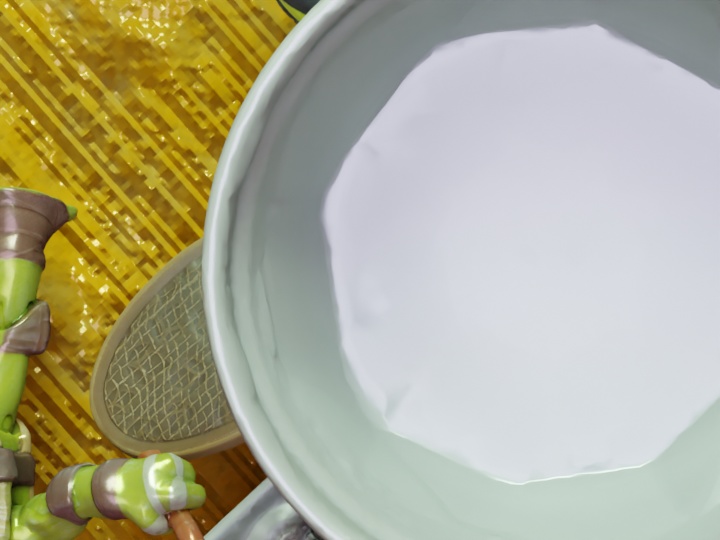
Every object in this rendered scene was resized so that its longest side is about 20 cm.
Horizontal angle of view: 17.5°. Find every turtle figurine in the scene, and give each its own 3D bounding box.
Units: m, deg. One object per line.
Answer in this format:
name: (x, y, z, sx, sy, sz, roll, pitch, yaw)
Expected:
turtle figurine: (-0.134, 0.062, 0.760, 0.200, 0.064, 0.162, -17, 75, 39)

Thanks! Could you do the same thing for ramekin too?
ramekin: (0.059, -0.003, 0.680, 0.200, 0.105, 0.201, 0, 94, 4)

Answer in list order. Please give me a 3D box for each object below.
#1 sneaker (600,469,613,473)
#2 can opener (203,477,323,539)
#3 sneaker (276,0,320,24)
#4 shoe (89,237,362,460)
sneaker: (0.053, 0.106, 0.778, 0.199, 0.079, 0.130, -7, 94, 1)
can opener: (0.024, 0.045, 0.776, 0.200, 0.067, 0.053, -44, 108, 2)
sneaker: (0.065, -0.123, 0.738, 0.199, 0.074, 0.081, -12, 138, 4)
shoe: (0.000, 0.000, 0.775, 0.200, 0.053, 0.070, -36, 69, 2)
